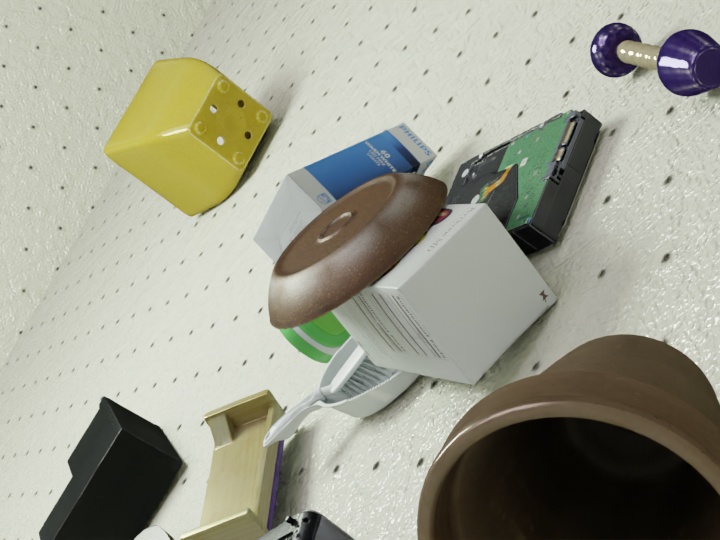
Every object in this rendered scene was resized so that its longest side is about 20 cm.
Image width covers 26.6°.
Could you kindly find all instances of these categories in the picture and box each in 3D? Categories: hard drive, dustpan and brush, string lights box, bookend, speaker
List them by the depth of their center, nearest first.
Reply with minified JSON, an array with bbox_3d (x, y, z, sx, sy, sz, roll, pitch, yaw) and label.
[{"bbox_3d":[0.138,-0.065,1.441,0.200,0.038,0.140,-26,35,57],"label":"hard drive"},{"bbox_3d":[-0.017,0.113,1.494,0.200,0.057,0.140,-51,20,17],"label":"dustpan and brush"},{"bbox_3d":[0.000,0.000,1.588,0.200,0.088,0.088,-51,20,15],"label":"speaker"},{"bbox_3d":[-0.014,-0.079,1.627,0.200,0.059,0.103,-29,-22,-46],"label":"string lights box"},{"bbox_3d":[-0.329,0.284,1.935,0.200,0.092,0.199,-59,17,-3],"label":"bookend"}]

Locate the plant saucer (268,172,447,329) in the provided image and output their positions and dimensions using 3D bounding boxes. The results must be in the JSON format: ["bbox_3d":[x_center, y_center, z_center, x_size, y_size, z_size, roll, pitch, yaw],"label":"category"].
[{"bbox_3d":[-0.012,-0.028,1.355,0.200,0.037,0.200,-35,16,12],"label":"plant saucer"}]

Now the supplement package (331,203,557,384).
[{"bbox_3d":[0.060,0.016,1.341,0.114,0.110,0.200,-44,17,-17],"label":"supplement package"}]

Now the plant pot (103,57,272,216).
[{"bbox_3d":[-0.254,-0.224,2.452,0.200,0.195,0.195,-5,53,55],"label":"plant pot"}]

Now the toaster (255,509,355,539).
[{"bbox_3d":[-0.069,0.315,1.203,0.181,0.119,0.200,-39,25,43],"label":"toaster"}]

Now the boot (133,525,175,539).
[{"bbox_3d":[-0.168,0.334,1.514,0.074,0.075,0.200,-42,34,1],"label":"boot"}]

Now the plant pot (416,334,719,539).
[{"bbox_3d":[0.152,0.127,0.913,0.200,0.200,0.175,-44,3,31],"label":"plant pot"}]

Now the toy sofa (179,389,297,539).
[{"bbox_3d":[-0.112,0.224,1.542,0.083,0.098,0.200,-23,29,18],"label":"toy sofa"}]

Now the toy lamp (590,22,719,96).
[{"bbox_3d":[0.258,-0.184,1.310,0.058,0.058,0.200,-56,20,2],"label":"toy lamp"}]
